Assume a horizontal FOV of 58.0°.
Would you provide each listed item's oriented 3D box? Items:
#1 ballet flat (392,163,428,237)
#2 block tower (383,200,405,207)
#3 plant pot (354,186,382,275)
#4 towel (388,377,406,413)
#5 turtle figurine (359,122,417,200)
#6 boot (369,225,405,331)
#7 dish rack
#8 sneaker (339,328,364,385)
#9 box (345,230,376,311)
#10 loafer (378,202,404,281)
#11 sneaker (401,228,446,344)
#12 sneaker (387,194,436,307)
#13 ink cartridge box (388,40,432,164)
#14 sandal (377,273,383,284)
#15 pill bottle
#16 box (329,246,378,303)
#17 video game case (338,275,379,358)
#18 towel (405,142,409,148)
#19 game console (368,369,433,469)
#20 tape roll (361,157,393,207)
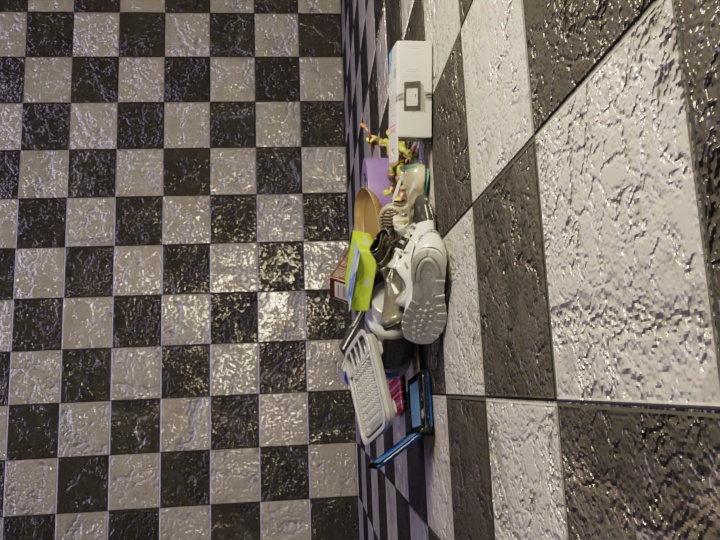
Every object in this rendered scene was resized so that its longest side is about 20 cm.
[{"bbox_3d":[0.091,-0.113,1.246,0.070,0.067,0.205,-98,8,-53],"label":"ballet flat"},{"bbox_3d":[0.076,-0.066,1.508,0.059,0.052,0.204,-95,7,-45],"label":"block tower"},{"bbox_3d":[0.025,-0.087,1.473,0.200,0.027,0.207,172,91,-76],"label":"plant pot"},{"bbox_3d":[0.090,0.256,1.629,0.145,0.022,0.207,107,159,-70],"label":"towel"},{"bbox_3d":[0.070,-0.241,1.384,0.198,0.063,0.166,27,130,48],"label":"turtle figurine"},{"bbox_3d":[0.050,0.010,1.229,0.132,0.066,0.202,57,-152,-23],"label":"boot"},{"bbox_3d":[0.022,0.238,1.323,0.173,0.042,0.205,121,141,-58],"label":"dish rack"},{"bbox_3d":[0.042,0.190,1.523,0.201,0.113,0.081,-54,-13,-24],"label":"sneaker"},{"bbox_3d":[0.000,0.000,1.355,0.201,0.046,0.126,-105,24,-73],"label":"box"},{"bbox_3d":[0.081,-0.052,1.364,0.069,0.073,0.205,-57,-32,-54],"label":"loafer"},{"bbox_3d":[0.112,0.033,1.086,0.081,0.074,0.205,-79,-3,-56],"label":"sneaker"},{"bbox_3d":[0.091,-0.033,1.154,0.074,0.085,0.207,136,134,-85],"label":"sneaker"},{"bbox_3d":[0.090,-0.301,1.188,0.116,0.064,0.207,-126,35,-81],"label":"ink cartridge box"},{"bbox_3d":[0.066,0.026,1.491,0.075,0.048,0.202,38,153,18],"label":"sandal"},{"bbox_3d":[0.062,0.126,1.381,0.116,0.110,0.204,-96,7,-45],"label":"pill bottle"},{"bbox_3d":[0.005,-0.004,1.639,0.076,0.098,0.201,91,-156,-43],"label":"box"},{"bbox_3d":[0.019,0.133,1.604,0.203,0.019,0.144,-61,-27,-19],"label":"video game case"},{"bbox_3d":[0.089,-0.361,1.440,0.149,0.023,0.205,96,172,-52],"label":"towel"},{"bbox_3d":[0.072,0.297,1.286,0.200,0.114,0.177,107,161,-74],"label":"game console"},{"bbox_3d":[0.050,-0.176,1.618,0.200,0.082,0.207,179,90,-86],"label":"tape roll"}]
